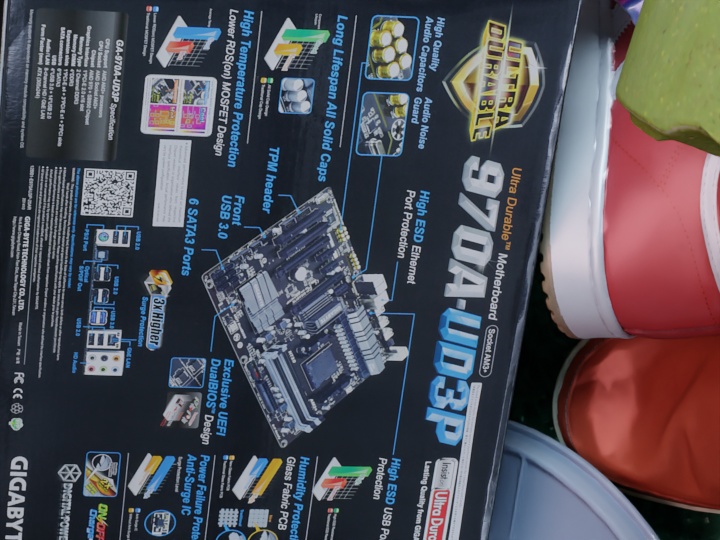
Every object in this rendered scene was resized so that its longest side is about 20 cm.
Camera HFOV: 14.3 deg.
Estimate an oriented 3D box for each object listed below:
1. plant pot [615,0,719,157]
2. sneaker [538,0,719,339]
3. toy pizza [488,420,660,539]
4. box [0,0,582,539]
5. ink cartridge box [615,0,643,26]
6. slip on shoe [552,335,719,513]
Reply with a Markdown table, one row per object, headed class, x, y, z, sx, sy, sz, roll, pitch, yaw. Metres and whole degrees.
| class | x | y | z | sx | sy | sz | roll | pitch | yaw |
| --- | --- | --- | --- | --- | --- | --- | --- | --- | --- |
| plant pot | 0.150 | -0.094 | 0.639 | 0.200 | 0.200 | 0.191 | 32 | 100 | 33 |
| sneaker | 0.116 | -0.079 | 0.826 | 0.112 | 0.071 | 0.201 | 1 | 85 | 28 |
| toy pizza | 0.048 | 0.143 | 0.923 | 0.200 | 0.032 | 0.201 | 10 | 105 | 45 |
| box | -0.031 | -0.003 | 0.825 | 0.046 | 0.158 | 0.201 | -108 | 22 | -59 |
| ink cartridge box | 0.123 | -0.172 | 0.780 | 0.196 | 0.043 | 0.201 | -32 | 67 | 16 |
| slip on shoe | 0.134 | 0.040 | 0.828 | 0.199 | 0.061 | 0.074 | 2 | 97 | 41 |
